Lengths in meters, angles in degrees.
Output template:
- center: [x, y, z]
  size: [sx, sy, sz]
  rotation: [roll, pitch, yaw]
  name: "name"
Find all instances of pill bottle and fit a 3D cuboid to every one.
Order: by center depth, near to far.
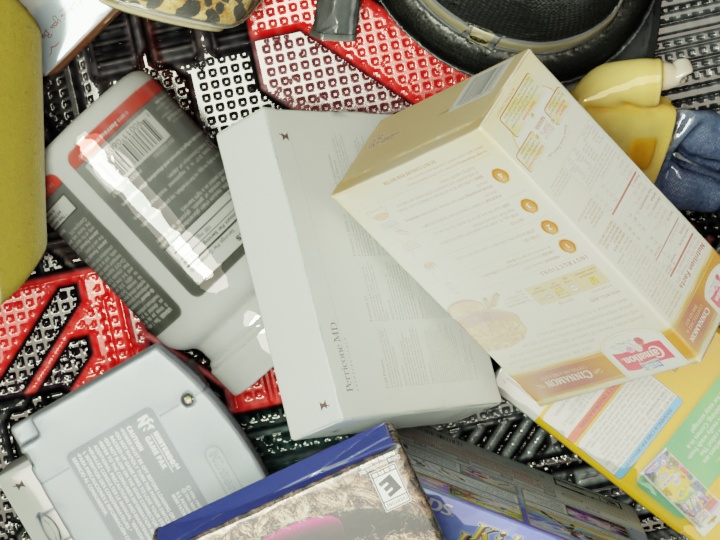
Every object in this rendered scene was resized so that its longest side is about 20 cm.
- center: [-0.116, -0.022, 1.400]
  size: [0.116, 0.116, 0.200]
  rotation: [-42, 95, 4]
  name: "pill bottle"

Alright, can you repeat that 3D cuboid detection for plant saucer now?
- center: [-0.249, -0.086, 1.374]
  size: [0.048, 0.200, 0.201]
  rotation: [-5, 98, -30]
  name: "plant saucer"

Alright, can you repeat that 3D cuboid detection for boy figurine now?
- center: [0.169, -0.084, 1.370]
  size: [0.199, 0.065, 0.125]
  rotation: [13, 121, -23]
  name: "boy figurine"

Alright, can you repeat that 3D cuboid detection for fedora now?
- center: [0.100, -0.215, 1.352]
  size: [0.199, 0.092, 0.202]
  rotation: [0, 84, -4]
  name: "fedora"

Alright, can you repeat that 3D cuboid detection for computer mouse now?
- center: [0.145, -0.148, 1.418]
  size: [0.138, 0.053, 0.201]
  rotation: [8, 96, -2]
  name: "computer mouse"

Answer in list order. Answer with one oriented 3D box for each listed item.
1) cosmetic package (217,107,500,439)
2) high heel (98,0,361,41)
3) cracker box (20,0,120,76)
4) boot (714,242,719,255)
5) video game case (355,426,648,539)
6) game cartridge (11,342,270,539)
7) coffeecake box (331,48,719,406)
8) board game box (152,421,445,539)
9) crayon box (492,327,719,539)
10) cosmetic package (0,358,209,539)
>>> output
- center: [0.000, 0.000, 1.362]
  size: [0.052, 0.150, 0.201]
  rotation: [-24, 74, 39]
  name: "cosmetic package"
- center: [-0.080, -0.225, 1.378]
  size: [0.199, 0.071, 0.144]
  rotation: [1, 102, -31]
  name: "high heel"
- center: [-0.225, -0.244, 1.406]
  size: [0.134, 0.058, 0.200]
  rotation: [-43, 94, 4]
  name: "cracker box"
- center: [0.275, -0.039, 1.351]
  size: [0.072, 0.200, 0.091]
  rotation: [14, 59, -31]
  name: "boot"
- center: [0.088, 0.159, 1.385]
  size: [0.199, 0.181, 0.046]
  rotation: [21, 97, -2]
  name: "video game case"
- center: [-0.123, 0.156, 1.409]
  size: [0.133, 0.040, 0.201]
  rotation: [-28, 96, 6]
  name: "game cartridge"
- center: [0.106, -0.020, 1.305]
  size: [0.200, 0.153, 0.073]
  rotation: [45, 56, -17]
  name: "coffeecake box"
- center: [-0.011, 0.215, 1.246]
  size: [0.159, 0.097, 0.201]
  rotation: [-25, 95, -1]
  name: "board game box"
- center: [0.198, 0.084, 1.443]
  size: [0.200, 0.052, 0.126]
  rotation: [38, 95, -3]
  name: "crayon box"
- center: [-0.130, 0.185, 1.455]
  size: [0.150, 0.052, 0.201]
  rotation: [-30, 95, 5]
  name: "cosmetic package"
